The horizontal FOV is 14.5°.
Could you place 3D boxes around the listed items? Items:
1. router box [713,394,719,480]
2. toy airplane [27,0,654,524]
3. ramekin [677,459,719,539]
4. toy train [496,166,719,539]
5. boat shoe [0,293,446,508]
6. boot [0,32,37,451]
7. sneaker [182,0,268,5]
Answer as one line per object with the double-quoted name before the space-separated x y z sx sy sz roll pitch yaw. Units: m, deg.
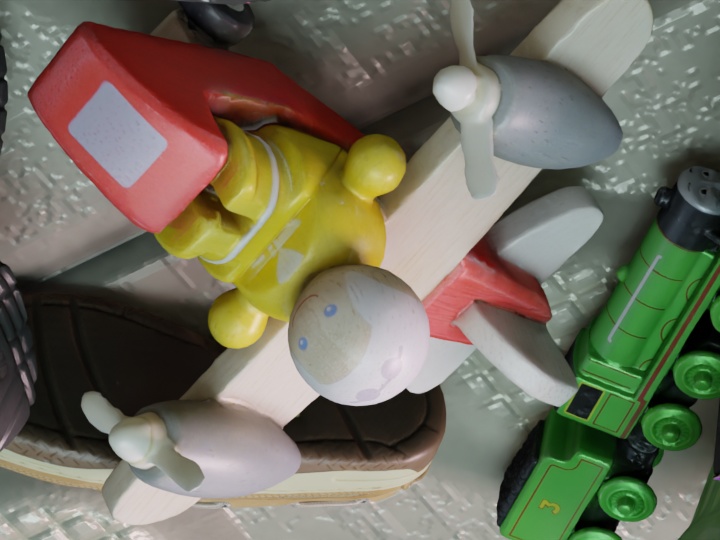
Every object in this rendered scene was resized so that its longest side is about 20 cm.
"router box" 0.197 -0.025 0.889 0.149 0.200 0.051 7 175 -8
"toy airplane" 0.000 0.000 0.934 0.199 0.141 0.200 -8 126 -5
"ramekin" 0.214 0.095 1.006 0.200 0.098 0.200 16 160 6
"toy train" 0.104 0.036 1.040 0.056 0.042 0.200 21 130 -5
"boat shoe" -0.072 0.062 1.048 0.200 0.072 0.076 10 148 -8
"boot" -0.187 -0.029 0.954 0.132 0.070 0.200 8 111 27
"sneaker" -0.104 -0.137 0.851 0.200 0.086 0.080 7 163 -20
